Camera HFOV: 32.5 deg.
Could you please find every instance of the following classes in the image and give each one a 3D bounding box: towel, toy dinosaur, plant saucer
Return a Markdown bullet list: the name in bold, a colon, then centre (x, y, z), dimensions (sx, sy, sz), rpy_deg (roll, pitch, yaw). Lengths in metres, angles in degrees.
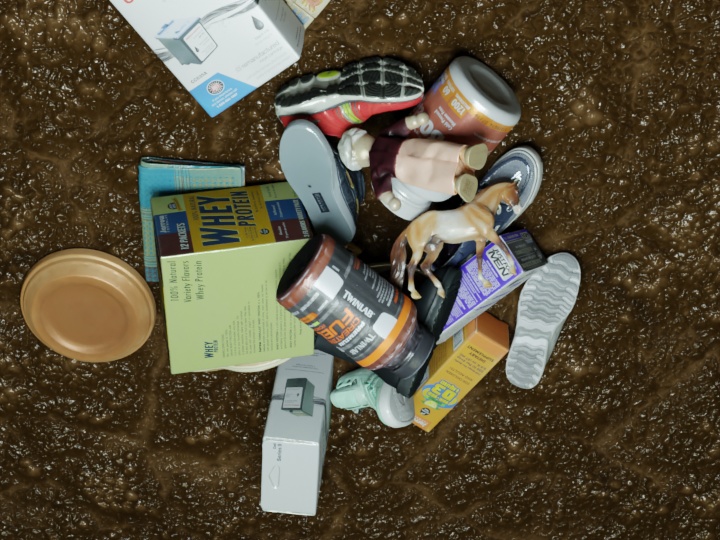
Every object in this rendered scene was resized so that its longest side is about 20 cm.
- **towel**: centre (-0.231, -0.065, 1.704), dimensions (0.144, 0.022, 0.202), rpy_deg (3, 127, -1)
- **toy dinosaur**: centre (0.000, 0.000, 1.733), dimensions (0.198, 0.061, 0.106), rpy_deg (-19, 140, 27)
- **plant saucer**: centre (-0.396, 0.060, 1.789), dimensions (0.196, 0.038, 0.203), rpy_deg (1, 126, 1)

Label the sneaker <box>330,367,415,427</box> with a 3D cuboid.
- **sneaker**: centre (0.013, 0.188, 1.769), dimensions (0.117, 0.201, 0.075), rpy_deg (-22, 101, 10)

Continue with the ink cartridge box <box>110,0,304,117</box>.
- **ink cartridge box**: centre (-0.183, -0.309, 1.477), dimensions (0.145, 0.087, 0.200), rpy_deg (-29, 122, 22)

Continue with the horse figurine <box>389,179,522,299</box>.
- **horse figurine**: centre (0.117, -0.036, 1.575), dimensions (0.197, 0.135, 0.050), rpy_deg (-15, 159, 15)

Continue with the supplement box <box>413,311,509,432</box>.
- **supplement box**: centre (0.135, 0.147, 1.822), dimensions (0.066, 0.069, 0.200), rpy_deg (29, 124, -17)

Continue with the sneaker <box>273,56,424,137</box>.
- **sneaker**: centre (-0.010, -0.211, 1.568), dimensions (0.197, 0.078, 0.085), rpy_deg (-5, 138, 18)

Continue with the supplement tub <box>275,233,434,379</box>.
- **supplement tub**: centre (-0.002, 0.051, 1.550), dimensions (0.199, 0.108, 0.107), rpy_deg (37, 120, -15)

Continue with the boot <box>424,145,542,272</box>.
- **boot**: centre (0.162, -0.074, 1.631), dimensions (0.073, 0.090, 0.201), rpy_deg (42, 123, 13)

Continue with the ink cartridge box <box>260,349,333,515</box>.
- **ink cartridge box**: centre (-0.090, 0.233, 1.803), dimensions (0.082, 0.201, 0.148), rpy_deg (5, 126, 2)

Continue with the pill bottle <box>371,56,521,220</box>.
- **pill bottle**: centre (0.103, -0.162, 1.567), dimensions (0.111, 0.113, 0.200), rpy_deg (30, 121, -19)

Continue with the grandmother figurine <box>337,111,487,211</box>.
- **grandmother figurine**: centre (0.053, -0.132, 1.507), dimensions (0.198, 0.123, 0.060), rpy_deg (17, 169, 34)

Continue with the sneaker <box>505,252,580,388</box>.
- **sneaker**: centre (0.256, 0.063, 1.761), dimensions (0.074, 0.082, 0.203), rpy_deg (24, 108, 9)

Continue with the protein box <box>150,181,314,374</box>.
- **protein box**: centre (-0.170, 0.009, 1.657), dimensions (0.196, 0.136, 0.201), rpy_deg (-7, 129, -11)

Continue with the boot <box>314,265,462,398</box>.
- **boot**: centre (0.030, 0.053, 1.658), dimensions (0.166, 0.076, 0.202), rpy_deg (28, 116, 14)

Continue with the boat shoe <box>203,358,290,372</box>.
- **boat shoe**: centre (-0.183, 0.101, 1.791), dimensions (0.196, 0.074, 0.070), rpy_deg (-8, 132, 8)

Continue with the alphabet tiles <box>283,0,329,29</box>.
- **alphabet tiles**: centre (-0.098, -0.375, 1.481), dimensions (0.165, 0.006, 0.200), rpy_deg (34, 120, -21)

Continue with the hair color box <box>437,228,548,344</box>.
- **hair color box**: centre (0.152, 0.028, 1.701), dimensions (0.199, 0.109, 0.065), rpy_deg (-37, 80, 25)

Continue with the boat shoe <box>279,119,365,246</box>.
- **boat shoe**: centre (-0.048, -0.133, 1.597), dimensions (0.070, 0.092, 0.202), rpy_deg (-1, 135, 19)
